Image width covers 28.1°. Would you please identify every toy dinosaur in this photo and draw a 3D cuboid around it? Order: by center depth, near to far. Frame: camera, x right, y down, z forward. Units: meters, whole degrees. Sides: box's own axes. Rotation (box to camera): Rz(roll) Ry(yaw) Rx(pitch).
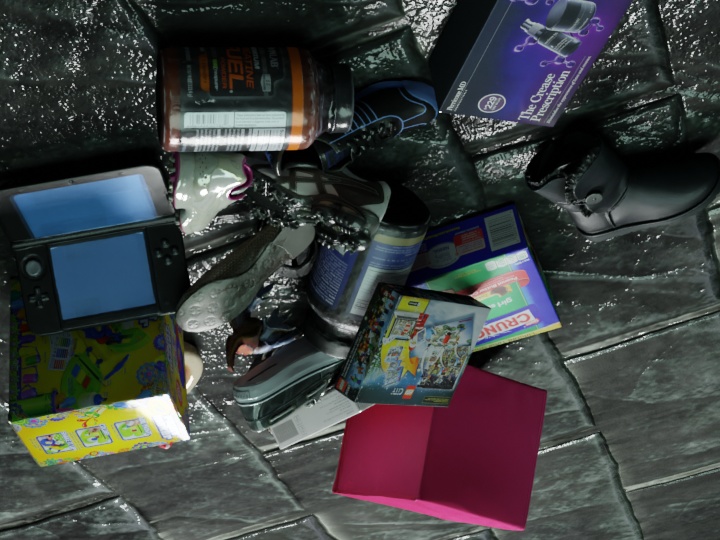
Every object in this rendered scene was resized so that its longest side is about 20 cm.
[{"bbox_3d":[-0.146,0.071,1.787,0.199,0.105,0.182,-35,172,-36],"label":"toy dinosaur"}]

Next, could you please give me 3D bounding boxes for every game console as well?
[{"bbox_3d":[-0.305,-0.021,1.637,0.198,0.178,0.116,-9,-176,1],"label":"game console"}]

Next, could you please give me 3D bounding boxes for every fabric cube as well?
[{"bbox_3d":[0.107,0.235,1.973,0.198,0.199,0.199,18,166,-34],"label":"fabric cube"}]

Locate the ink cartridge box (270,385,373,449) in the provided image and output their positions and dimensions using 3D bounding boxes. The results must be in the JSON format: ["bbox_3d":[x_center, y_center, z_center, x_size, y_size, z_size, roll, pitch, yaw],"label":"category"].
[{"bbox_3d":[-0.001,0.154,1.851,0.175,0.045,0.199,-26,177,-39],"label":"ink cartridge box"}]

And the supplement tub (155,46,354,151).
[{"bbox_3d":[-0.109,-0.176,1.476,0.197,0.108,0.107,-2,145,-12],"label":"supplement tub"}]

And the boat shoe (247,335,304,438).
[{"bbox_3d":[-0.094,0.119,1.928,0.074,0.093,0.201,10,113,-55],"label":"boat shoe"}]

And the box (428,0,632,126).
[{"bbox_3d":[0.171,-0.246,1.471,0.140,0.080,0.201,7,142,-18],"label":"box"}]

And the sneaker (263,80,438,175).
[{"bbox_3d":[-0.008,-0.149,1.562,0.198,0.079,0.070,-10,145,2],"label":"sneaker"}]

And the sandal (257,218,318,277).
[{"bbox_3d":[-0.088,-0.045,1.715,0.074,0.048,0.201,-8,144,-4],"label":"sandal"}]

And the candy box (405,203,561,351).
[{"bbox_3d":[0.151,0.020,1.840,0.167,0.078,0.200,-18,146,11],"label":"candy box"}]

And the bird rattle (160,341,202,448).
[{"bbox_3d":[-0.278,0.161,1.924,0.163,0.113,0.200,-39,141,12],"label":"bird rattle"}]

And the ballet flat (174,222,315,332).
[{"bbox_3d":[-0.136,-0.004,1.667,0.200,0.046,0.067,-41,130,8],"label":"ballet flat"}]

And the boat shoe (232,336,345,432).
[{"bbox_3d":[-0.075,0.133,1.743,0.199,0.072,0.072,-26,-157,-39],"label":"boat shoe"}]

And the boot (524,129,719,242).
[{"bbox_3d":[0.310,-0.112,1.691,0.198,0.077,0.168,-21,148,26],"label":"boot"}]

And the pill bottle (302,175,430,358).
[{"bbox_3d":[0.000,0.000,1.696,0.111,0.112,0.201,8,123,-23],"label":"pill bottle"}]

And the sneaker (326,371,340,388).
[{"bbox_3d":[-0.010,0.085,1.858,0.199,0.081,0.075,-32,170,-21],"label":"sneaker"}]

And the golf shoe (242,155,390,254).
[{"bbox_3d":[-0.057,-0.092,1.606,0.199,0.095,0.078,26,149,21],"label":"golf shoe"}]

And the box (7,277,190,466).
[{"bbox_3d":[-0.315,0.107,1.742,0.190,0.202,0.122,-10,146,2],"label":"box"}]

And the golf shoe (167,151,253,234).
[{"bbox_3d":[-0.162,-0.085,1.577,0.090,0.076,0.200,-3,171,-4],"label":"golf shoe"}]

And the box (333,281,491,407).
[{"bbox_3d":[0.065,0.091,1.709,0.199,0.038,0.138,10,107,-53],"label":"box"}]
